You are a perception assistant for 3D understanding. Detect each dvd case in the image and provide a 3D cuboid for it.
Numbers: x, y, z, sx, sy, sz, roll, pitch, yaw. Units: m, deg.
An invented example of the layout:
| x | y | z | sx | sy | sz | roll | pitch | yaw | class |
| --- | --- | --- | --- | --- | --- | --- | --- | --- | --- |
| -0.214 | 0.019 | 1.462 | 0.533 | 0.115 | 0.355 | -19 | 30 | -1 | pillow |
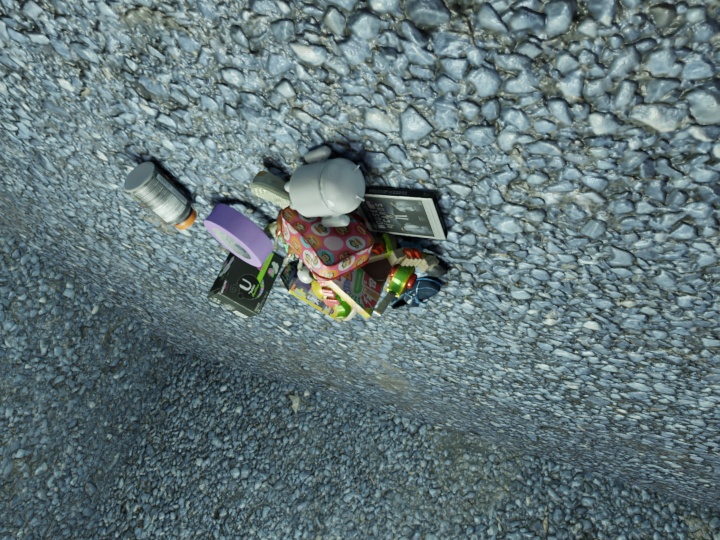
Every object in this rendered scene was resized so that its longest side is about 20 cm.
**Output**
| x | y | z | sx | sy | sz | roll | pitch | yaw | class |
| --- | --- | --- | --- | --- | --- | --- | --- | --- | --- |
| 0.086 | -0.130 | 1.207 | 0.198 | 0.025 | 0.151 | 8 | 152 | 27 | dvd case |

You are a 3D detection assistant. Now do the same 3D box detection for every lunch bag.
| x | y | z | sx | sy | sz | roll | pitch | yaw | class |
| --- | --- | --- | --- | --- | --- | --- | --- | --- | --- |
| -0.068 | -0.085 | 1.223 | 0.200 | 0.175 | 0.082 | 49 | 149 | 25 | lunch bag |

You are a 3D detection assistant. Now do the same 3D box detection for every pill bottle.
| x | y | z | sx | sy | sz | roll | pitch | yaw | class |
| --- | --- | --- | --- | --- | --- | --- | --- | --- | --- |
| -0.542 | -0.196 | 1.486 | 0.105 | 0.107 | 0.200 | 5 | 151 | 32 | pill bottle |

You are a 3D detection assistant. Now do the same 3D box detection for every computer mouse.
| x | y | z | sx | sy | sz | roll | pitch | yaw | class |
| --- | --- | --- | --- | --- | --- | --- | --- | --- | --- |
| 0.131 | -0.032 | 1.360 | 0.199 | 0.034 | 0.059 | 25 | 157 | -6 | computer mouse |

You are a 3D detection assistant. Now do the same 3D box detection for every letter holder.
| x | y | z | sx | sy | sz | roll | pitch | yaw | class |
| --- | --- | --- | --- | --- | --- | --- | --- | --- | --- |
| -0.027 | -0.010 | 1.369 | 0.199 | 0.143 | 0.101 | 22 | 174 | 4 | letter holder |

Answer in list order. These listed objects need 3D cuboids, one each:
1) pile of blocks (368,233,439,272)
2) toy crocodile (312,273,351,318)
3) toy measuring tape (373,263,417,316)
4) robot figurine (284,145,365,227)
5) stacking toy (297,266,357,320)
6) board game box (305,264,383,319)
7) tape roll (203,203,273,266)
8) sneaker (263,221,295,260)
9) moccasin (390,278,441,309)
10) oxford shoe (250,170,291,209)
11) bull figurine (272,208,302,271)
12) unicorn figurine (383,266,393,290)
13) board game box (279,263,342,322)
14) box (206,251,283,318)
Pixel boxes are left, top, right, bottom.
| x | y | z | sx | sy | sz | roll | pitch | yaw | class |
| --- | --- | --- | --- | --- | --- | --- | --- | --- | --- |
| 0.101 | -0.052 | 1.293 | 0.198 | 0.083 | 0.062 | 10 | 158 | -12 | pile of blocks |
| -0.074 | 0.037 | 1.334 | 0.067 | 0.062 | 0.201 | 3 | 136 | 27 | toy crocodile |
| 0.092 | 0.033 | 1.353 | 0.073 | 0.200 | 0.074 | 18 | 131 | 23 | toy measuring tape |
| -0.071 | -0.174 | 1.135 | 0.199 | 0.113 | 0.171 | 0 | 114 | 42 | robot figurine |
| -0.092 | 0.046 | 1.557 | 0.199 | 0.147 | 0.146 | 24 | 156 | -14 | stacking toy |
| -0.036 | 0.016 | 1.269 | 0.200 | 0.096 | 0.030 | 41 | 136 | -13 | board game box |
| -0.342 | -0.098 | 1.519 | 0.199 | 0.066 | 0.200 | 32 | 162 | 12 | tape roll |
| -0.183 | -0.074 | 1.464 | 0.198 | 0.089 | 0.077 | 13 | 155 | 20 | sneaker |
| 0.157 | 0.076 | 1.521 | 0.080 | 0.069 | 0.200 | 29 | 155 | -17 | moccasin |
| -0.176 | -0.182 | 1.283 | 0.075 | 0.058 | 0.199 | -9 | 157 | 38 | oxford shoe |
| -0.165 | -0.077 | 1.346 | 0.065 | 0.200 | 0.122 | 5 | 125 | -32 | bull figurine |
| 0.000 | 0.000 | 1.461 | 0.198 | 0.139 | 0.074 | -13 | -168 | 8 | unicorn figurine |
| -0.146 | 0.066 | 1.682 | 0.199 | 0.057 | 0.165 | 33 | -177 | -25 | board game box |
| -0.356 | 0.025 | 1.676 | 0.148 | 0.201 | 0.124 | 32 | 155 | -24 | box |
